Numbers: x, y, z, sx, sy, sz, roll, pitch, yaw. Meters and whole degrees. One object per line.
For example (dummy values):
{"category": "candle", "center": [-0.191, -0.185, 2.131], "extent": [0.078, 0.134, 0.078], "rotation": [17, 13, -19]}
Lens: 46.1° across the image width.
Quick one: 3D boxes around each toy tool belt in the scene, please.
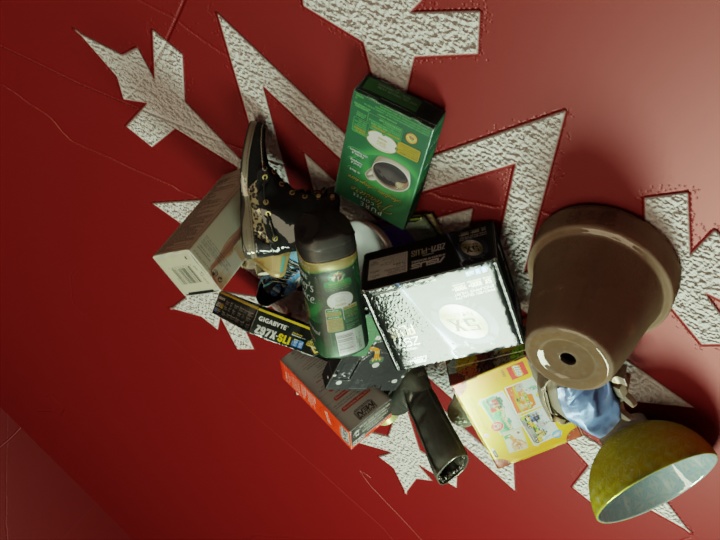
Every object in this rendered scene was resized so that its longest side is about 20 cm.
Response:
{"category": "toy tool belt", "center": [0.326, 0.178, 1.196], "extent": [0.201, 0.125, 0.123], "rotation": [50, 170, -32]}

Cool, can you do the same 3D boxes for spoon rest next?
{"category": "spoon rest", "center": [0.000, 0.000, 1.297], "extent": [0.099, 0.061, 0.201], "rotation": [37, 146, 16]}

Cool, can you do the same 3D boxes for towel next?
{"category": "towel", "center": [0.061, -0.018, 1.304], "extent": [0.198, 0.023, 0.145], "rotation": [-8, 126, 43]}

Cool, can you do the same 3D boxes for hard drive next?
{"category": "hard drive", "center": [0.031, 0.121, 1.376], "extent": [0.137, 0.038, 0.202], "rotation": [3, 136, -25]}

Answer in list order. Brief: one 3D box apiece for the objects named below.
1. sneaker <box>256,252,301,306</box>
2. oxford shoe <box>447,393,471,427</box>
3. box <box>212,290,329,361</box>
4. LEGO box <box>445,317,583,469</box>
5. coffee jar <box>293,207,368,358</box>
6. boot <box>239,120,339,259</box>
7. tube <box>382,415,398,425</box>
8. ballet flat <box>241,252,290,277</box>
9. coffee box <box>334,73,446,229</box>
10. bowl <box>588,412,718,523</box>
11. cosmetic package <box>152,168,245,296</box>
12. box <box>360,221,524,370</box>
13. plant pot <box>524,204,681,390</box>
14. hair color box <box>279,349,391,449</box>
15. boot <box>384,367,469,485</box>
{"category": "sneaker", "center": [-0.119, 0.009, 1.417], "extent": [0.078, 0.090, 0.200], "rotation": [38, 144, -5]}
{"category": "oxford shoe", "center": [0.208, 0.182, 1.391], "extent": [0.075, 0.058, 0.201], "rotation": [33, 129, -3]}
{"category": "box", "center": [-0.152, 0.094, 1.467], "extent": [0.158, 0.050, 0.199], "rotation": [25, 175, -28]}
{"category": "LEGO box", "center": [0.236, 0.191, 1.302], "extent": [0.147, 0.078, 0.202], "rotation": [-24, 121, 12]}
{"category": "coffee jar", "center": [-0.042, 0.017, 1.214], "extent": [0.084, 0.105, 0.203], "rotation": [-12, 119, -9]}
{"category": "boot", "center": [-0.103, -0.117, 1.259], "extent": [0.147, 0.205, 0.073], "rotation": [1, -179, -1]}
{"category": "tube", "center": [0.006, 0.200, 1.574], "extent": [0.057, 0.052, 0.202], "rotation": [-24, 113, 18]}
{"category": "ballet flat", "center": [-0.176, -0.027, 1.392], "extent": [0.199, 0.067, 0.064], "rotation": [16, 106, 59]}
{"category": "coffee box", "center": [0.035, -0.157, 1.149], "extent": [0.121, 0.044, 0.202], "rotation": [27, 143, 11]}
{"category": "bowl", "center": [0.418, 0.281, 1.269], "extent": [0.202, 0.196, 0.109], "rotation": [99, 152, -51]}
{"category": "cosmetic package", "center": [-0.216, -0.063, 1.321], "extent": [0.102, 0.201, 0.088], "rotation": [-8, 129, 45]}
{"category": "box", "center": [0.118, 0.040, 1.209], "extent": [0.196, 0.087, 0.165], "rotation": [-13, 127, 15]}
{"category": "plant pot", "center": [0.288, 0.048, 1.072], "extent": [0.197, 0.176, 0.202], "rotation": [20, 141, 18]}
{"category": "hair color box", "center": [-0.045, 0.209, 1.509], "extent": [0.200, 0.101, 0.062], "rotation": [41, 151, 32]}
{"category": "boot", "center": [0.112, 0.273, 1.465], "extent": [0.202, 0.071, 0.183], "rotation": [60, 157, 27]}
